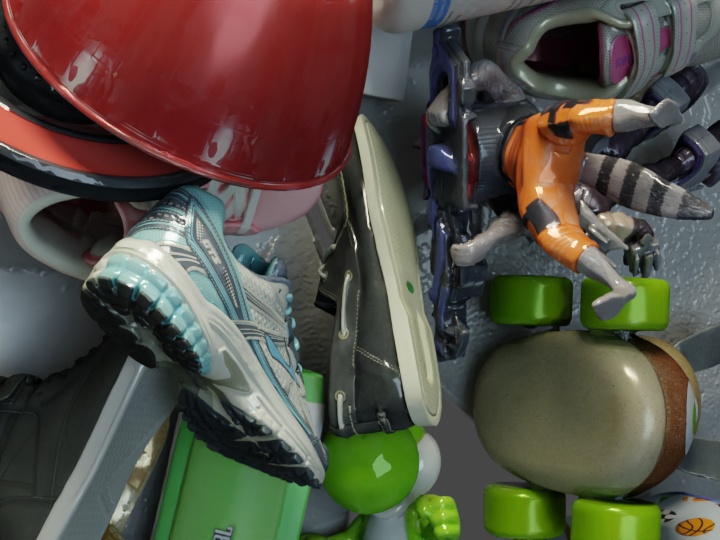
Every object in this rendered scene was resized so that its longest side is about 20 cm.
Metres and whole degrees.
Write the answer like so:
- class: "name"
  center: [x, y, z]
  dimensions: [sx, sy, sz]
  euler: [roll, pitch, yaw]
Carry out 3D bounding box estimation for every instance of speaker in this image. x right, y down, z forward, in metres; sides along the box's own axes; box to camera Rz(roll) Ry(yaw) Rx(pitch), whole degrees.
- class: "speaker"
  center: [-0.079, 0.152, 0.890]
  dimensions: [0.088, 0.088, 0.202]
  euler: [14, 88, -27]

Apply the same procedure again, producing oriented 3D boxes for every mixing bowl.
- class: "mixing bowl"
  center: [-0.068, -0.145, 0.770]
  dimensions: [0.198, 0.201, 0.109]
  euler: [16, 124, -27]

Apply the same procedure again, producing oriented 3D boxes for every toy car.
- class: "toy car"
  center: [0.188, 0.090, 0.993]
  dimensions: [0.198, 0.157, 0.166]
  euler: [3, 89, -38]

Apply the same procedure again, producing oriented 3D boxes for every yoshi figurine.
- class: "yoshi figurine"
  center: [0.015, 0.163, 0.928]
  dimensions: [0.111, 0.112, 0.202]
  euler: [-12, 97, -18]

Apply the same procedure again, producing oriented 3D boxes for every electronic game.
- class: "electronic game"
  center: [-0.151, -0.110, 0.791]
  dimensions: [0.198, 0.201, 0.042]
  euler: [10, 133, -27]

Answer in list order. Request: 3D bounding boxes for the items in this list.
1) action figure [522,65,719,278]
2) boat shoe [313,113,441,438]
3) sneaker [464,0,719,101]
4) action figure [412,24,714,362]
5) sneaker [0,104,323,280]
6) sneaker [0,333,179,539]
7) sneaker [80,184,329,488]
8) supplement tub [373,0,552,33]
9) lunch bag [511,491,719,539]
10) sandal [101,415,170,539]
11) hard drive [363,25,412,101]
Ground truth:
- class: "action figure"
  center: [0.163, -0.059, 0.982]
  dimensions: [0.199, 0.069, 0.131]
  euler: [-28, 75, -34]
- class: "boat shoe"
  center: [0.000, 0.000, 0.900]
  dimensions: [0.072, 0.067, 0.202]
  euler: [42, 37, -60]
- class: "sneaker"
  center: [0.167, -0.144, 0.944]
  dimensions: [0.198, 0.089, 0.082]
  euler: [-13, 121, 3]
- class: "action figure"
  center: [0.099, -0.037, 0.884]
  dimensions: [0.104, 0.193, 0.202]
  euler: [-11, 116, -32]
- class: "sneaker"
  center: [-0.105, -0.035, 0.840]
  dimensions: [0.198, 0.105, 0.076]
  euler: [4, 122, -23]
- class: "sneaker"
  center: [-0.157, 0.062, 0.828]
  dimensions: [0.201, 0.099, 0.071]
  euler: [-61, 160, -2]
- class: "sneaker"
  center: [-0.056, 0.038, 0.784]
  dimensions: [0.087, 0.077, 0.201]
  euler: [-58, 140, -25]
- class: "supplement tub"
  center: [0.091, -0.218, 0.871]
  dimensions: [0.198, 0.132, 0.134]
  euler: [-14, 101, -15]
- class: "lunch bag"
  center: [0.170, 0.210, 0.978]
  dimensions: [0.198, 0.160, 0.076]
  euler: [-18, 102, -25]
- class: "sandal"
  center: [-0.157, 0.165, 0.860]
  dimensions: [0.077, 0.069, 0.214]
  euler: [22, 85, -26]
- class: "hard drive"
  center: [-0.022, -0.212, 0.918]
  dimensions: [0.131, 0.026, 0.203]
  euler: [6, 92, -27]
